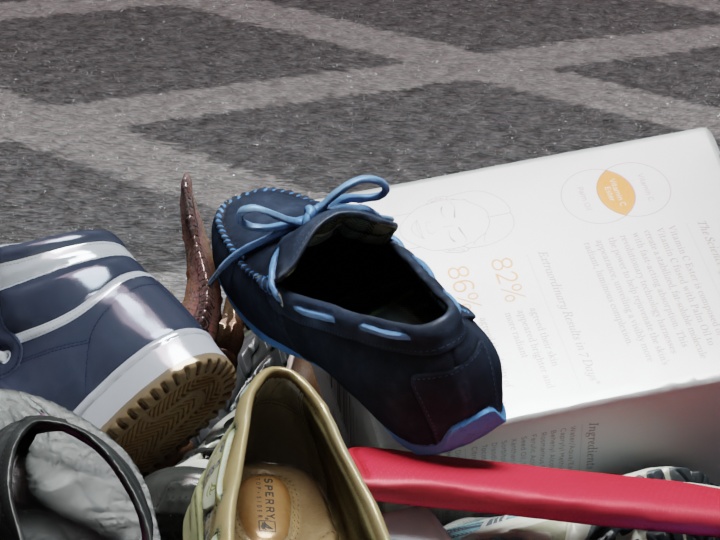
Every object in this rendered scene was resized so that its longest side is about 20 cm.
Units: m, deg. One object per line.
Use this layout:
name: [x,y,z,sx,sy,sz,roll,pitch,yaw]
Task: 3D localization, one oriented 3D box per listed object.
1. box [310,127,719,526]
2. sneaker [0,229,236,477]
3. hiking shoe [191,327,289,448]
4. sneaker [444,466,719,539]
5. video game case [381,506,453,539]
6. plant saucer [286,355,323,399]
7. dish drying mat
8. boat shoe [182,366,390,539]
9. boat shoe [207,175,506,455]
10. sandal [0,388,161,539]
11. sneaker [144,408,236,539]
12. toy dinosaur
box: [0.087,0.038,1.084,0.199,0.107,0.153,-10,47,-9]
sneaker: [-0.158,0.066,1.002,0.200,0.070,0.109,-37,62,-2]
hiking shoe: [-0.042,0.058,1.264,0.100,0.076,0.200,-32,7,42]
sneaker: [0.076,0.124,1.014,0.199,0.078,0.086,-7,7,-39]
video game case: [-0.006,0.166,0.806,0.181,0.023,0.200,-9,42,-30]
plant saucer: [0.062,0.068,1.150,0.199,0.032,0.201,1,47,-1]
dish drying mat: [0.091,0.089,0.933,0.199,0.018,0.077,8,1,-9]
boat shoe: [-0.022,0.101,0.788,0.073,0.063,0.200,6,22,-18]
boat shoe: [0.000,0.000,0.981,0.084,0.069,0.200,-31,36,-23]
sandal: [-0.096,0.094,0.809,0.075,0.048,0.201,2,33,-22]
sneaker: [-0.052,0.089,0.986,0.073,0.081,0.200,10,-6,9]
toy dinosaur: [-0.100,0.064,1.060,0.085,0.201,0.136,28,17,4]
